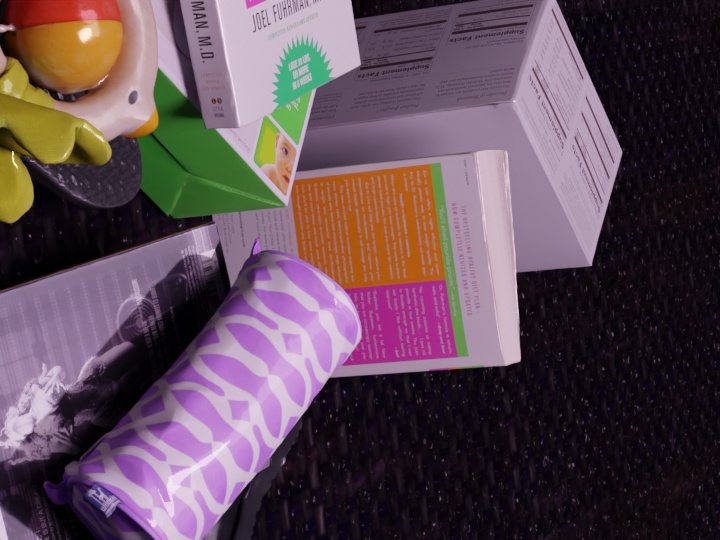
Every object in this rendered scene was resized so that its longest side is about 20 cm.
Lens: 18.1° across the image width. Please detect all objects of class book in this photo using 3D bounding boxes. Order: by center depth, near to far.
[{"bbox_3d":[-0.064,-0.197,1.298,0.133,0.048,0.202,-35,120,-54],"label":"book"},{"bbox_3d":[0.000,0.000,1.430,0.048,0.198,0.135,-9,94,-61],"label":"book"}]

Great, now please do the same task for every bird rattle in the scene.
[{"bbox_3d":[-0.179,-0.129,1.172,0.162,0.112,0.202,-5,75,-44],"label":"bird rattle"}]

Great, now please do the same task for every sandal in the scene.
[{"bbox_3d":[-0.200,-0.087,1.243,0.200,0.048,0.076,24,65,-45],"label":"sandal"}]

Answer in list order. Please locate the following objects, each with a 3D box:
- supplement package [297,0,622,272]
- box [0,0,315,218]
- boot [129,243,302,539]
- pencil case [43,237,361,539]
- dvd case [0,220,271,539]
[{"bbox_3d":[0.054,-0.085,1.543,0.156,0.198,0.111,60,38,-38],"label":"supplement package"},{"bbox_3d":[-0.111,-0.159,1.361,0.200,0.096,0.178,48,47,-47],"label":"box"},{"bbox_3d":[-0.120,0.096,1.326,0.163,0.073,0.199,52,52,-35],"label":"boot"},{"bbox_3d":[-0.083,0.077,1.249,0.200,0.085,0.084,-48,154,-29],"label":"pencil case"},{"bbox_3d":[-0.145,0.070,1.257,0.199,0.016,0.150,-20,102,-37],"label":"dvd case"}]
